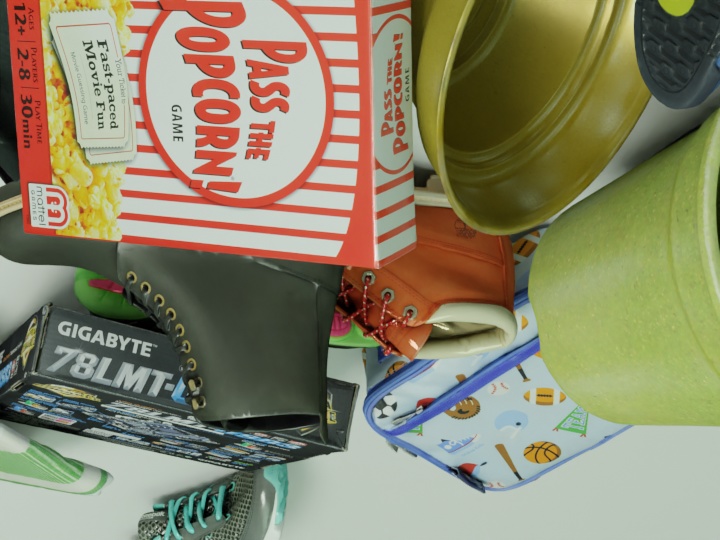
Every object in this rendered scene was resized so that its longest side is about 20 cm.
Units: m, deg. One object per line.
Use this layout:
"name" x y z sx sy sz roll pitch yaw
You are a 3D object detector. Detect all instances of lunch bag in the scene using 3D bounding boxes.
"lunch bag" 0.099 0.064 1.050 0.160 0.076 0.200 33 126 -32

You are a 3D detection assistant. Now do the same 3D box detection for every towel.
"towel" -0.273 0.094 1.046 0.152 0.024 0.200 2 151 47

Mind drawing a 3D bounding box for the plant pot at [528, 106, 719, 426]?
"plant pot" 0.191 0.006 0.834 0.199 0.202 0.184 22 157 -27

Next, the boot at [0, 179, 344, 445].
"boot" -0.107 0.021 0.845 0.198 0.140 0.078 -1 162 7

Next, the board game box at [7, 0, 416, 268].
"board game box" -0.072 -0.088 0.753 0.198 0.046 0.153 5 106 26

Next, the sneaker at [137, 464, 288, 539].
"sneaker" -0.119 0.197 1.190 0.091 0.078 0.200 19 133 -19

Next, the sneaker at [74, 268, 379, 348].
"sneaker" -0.078 0.015 0.994 0.198 0.077 0.084 8 157 -10

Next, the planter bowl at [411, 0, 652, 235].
"planter bowl" 0.075 -0.126 0.791 0.200 0.083 0.202 -33 139 -34

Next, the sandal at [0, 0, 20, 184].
"sandal" -0.183 -0.086 0.863 0.075 0.048 0.201 9 138 15

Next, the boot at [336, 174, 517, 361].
"boot" 0.000 0.000 0.926 0.198 0.108 0.075 2 149 -15

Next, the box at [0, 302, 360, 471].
"box" -0.127 0.081 1.009 0.198 0.050 0.198 15 163 -18

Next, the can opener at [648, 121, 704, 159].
"can opener" 0.234 -0.080 0.908 0.199 0.064 0.078 -25 162 36

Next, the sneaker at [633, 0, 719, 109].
"sneaker" 0.187 -0.172 0.758 0.078 0.066 0.202 -12 124 -34
